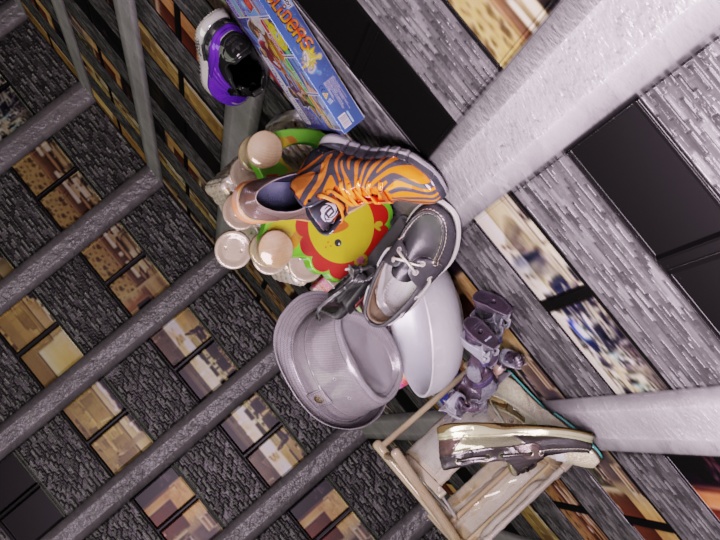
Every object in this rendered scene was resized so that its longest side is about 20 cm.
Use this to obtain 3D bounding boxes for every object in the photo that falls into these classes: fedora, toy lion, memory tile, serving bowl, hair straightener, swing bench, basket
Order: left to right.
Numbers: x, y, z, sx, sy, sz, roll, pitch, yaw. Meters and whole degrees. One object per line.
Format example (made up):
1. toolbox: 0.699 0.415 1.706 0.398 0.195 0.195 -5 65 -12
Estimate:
1. basket: -0.099 -0.101 1.644 0.199 0.160 0.200 52 171 -12
2. memory tile: -0.086 -0.064 1.536 0.198 0.155 0.017 11 178 -11
3. toy lion: -0.052 -0.084 1.508 0.069 0.189 0.203 177 86 -72
4. fedora: -0.014 0.115 1.565 0.090 0.177 0.201 -21 104 47
5. hair straightener: 0.000 0.000 1.463 0.077 0.200 0.041 12 -134 -47
6. serving bowl: 0.092 0.062 1.530 0.200 0.065 0.203 171 90 -77
7. swing bench: 0.161 0.271 1.690 0.201 0.198 0.130 52 169 -6

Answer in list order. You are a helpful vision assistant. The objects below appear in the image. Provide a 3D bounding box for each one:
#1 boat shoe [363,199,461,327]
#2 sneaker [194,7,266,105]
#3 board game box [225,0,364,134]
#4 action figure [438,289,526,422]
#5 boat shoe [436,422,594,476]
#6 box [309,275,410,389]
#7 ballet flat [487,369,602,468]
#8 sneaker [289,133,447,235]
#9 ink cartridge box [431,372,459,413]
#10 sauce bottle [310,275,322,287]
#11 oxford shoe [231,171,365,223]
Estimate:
1. boat shoe: 0.056 -0.005 1.381 0.074 0.060 0.201 43 138 9
2. sneaker: -0.171 -0.268 1.618 0.100 0.069 0.200 45 168 17
3. board game box: -0.083 -0.257 1.384 0.201 0.034 0.135 56 168 -22
4. action figure: 0.152 0.123 1.451 0.069 0.130 0.201 28 146 25
5. boat shoe: 0.195 0.226 1.470 0.073 0.197 0.066 59 -148 -80
6. box: 0.036 0.061 1.688 0.201 0.095 0.102 52 134 -4
7. ballet flat: 0.235 0.211 1.552 0.200 0.062 0.068 41 166 40
8. sneaker: 0.001 -0.084 1.328 0.199 0.112 0.078 16 149 42
9. ink cartridge box: 0.184 0.236 1.899 0.198 0.047 0.200 52 168 5
10. sauce bottle: -0.050 -0.016 1.777 0.065 0.064 0.202 82 177 -70
11. oxford shoe: -0.055 -0.093 1.438 0.073 0.198 0.072 -5 98 64
